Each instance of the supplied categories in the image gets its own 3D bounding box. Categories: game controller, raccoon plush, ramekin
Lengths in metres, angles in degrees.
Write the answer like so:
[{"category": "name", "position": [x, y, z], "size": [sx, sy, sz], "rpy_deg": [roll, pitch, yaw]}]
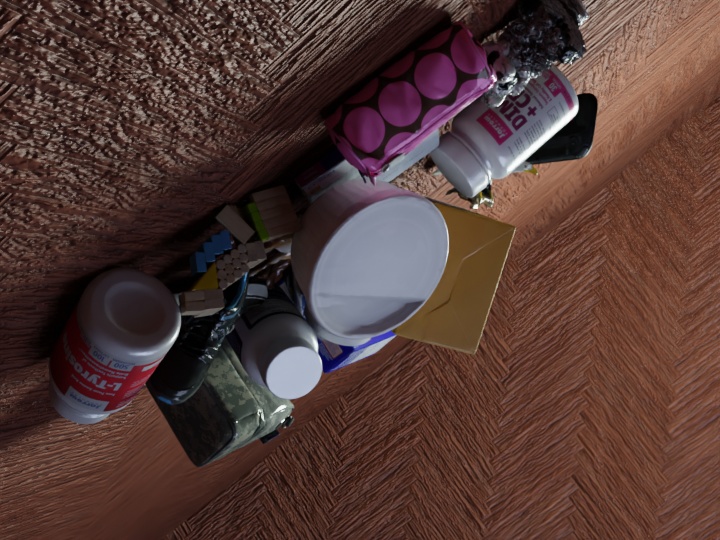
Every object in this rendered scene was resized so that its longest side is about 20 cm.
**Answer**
[{"category": "game controller", "position": [0.312, -0.227, 1.523], "size": [0.200, 0.042, 0.105], "rpy_deg": [5, -103, 65]}, {"category": "raccoon plush", "position": [0.221, -0.278, 1.216], "size": [0.134, 0.097, 0.200], "rpy_deg": [-35, 172, 34]}, {"category": "ramekin", "position": [0.004, -0.022, 1.174], "size": [0.201, 0.094, 0.203], "rpy_deg": [-18, 127, -25]}]

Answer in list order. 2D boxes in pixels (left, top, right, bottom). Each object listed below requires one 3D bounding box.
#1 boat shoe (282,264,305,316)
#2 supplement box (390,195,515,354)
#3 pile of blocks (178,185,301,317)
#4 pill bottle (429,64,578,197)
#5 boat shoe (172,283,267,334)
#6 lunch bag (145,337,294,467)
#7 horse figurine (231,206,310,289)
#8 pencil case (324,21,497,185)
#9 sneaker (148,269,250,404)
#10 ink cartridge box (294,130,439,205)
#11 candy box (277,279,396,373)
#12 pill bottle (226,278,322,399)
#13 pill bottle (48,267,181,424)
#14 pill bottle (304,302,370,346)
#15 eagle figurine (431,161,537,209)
[{"category": "boat shoe", "position": [-0.085, 0.003, 1.411], "size": [0.072, 0.072, 0.201], "rpy_deg": [-21, 139, -26]}, {"category": "supplement box", "position": [0.108, -0.005, 1.425], "size": [0.200, 0.132, 0.198], "rpy_deg": [-143, -111, -70]}, {"category": "pile of blocks", "position": [-0.156, -0.022, 1.106], "size": [0.200, 0.082, 0.062], "rpy_deg": [-48, -169, -30]}, {"category": "pill bottle", "position": [0.201, -0.203, 1.333], "size": [0.200, 0.113, 0.113], "rpy_deg": [-41, 169, -6]}, {"category": "boat shoe", "position": [-0.200, 0.058, 1.247], "size": [0.070, 0.064, 0.199], "rpy_deg": [-16, 175, 42]}, {"category": "lunch bag", "position": [-0.208, 0.179, 1.437], "size": [0.167, 0.200, 0.139], "rpy_deg": [-22, 162, -48]}, {"category": "horse figurine", "position": [-0.115, -0.033, 1.262], "size": [0.132, 0.050, 0.200], "rpy_deg": [-30, 166, -5]}, {"category": "pencil case", "position": [0.061, -0.188, 1.059], "size": [0.200, 0.094, 0.091], "rpy_deg": [-39, 151, 0]}, {"category": "sneaker", "position": [-0.195, 0.065, 1.137], "size": [0.082, 0.073, 0.201], "rpy_deg": [-46, -161, 60]}, {"category": "ink cartridge box", "position": [0.011, -0.148, 1.202], "size": [0.196, 0.043, 0.200], "rpy_deg": [-35, 167, -1]}, {"category": "candy box", "position": [-0.036, 0.069, 1.594], "size": [0.077, 0.170, 0.200], "rpy_deg": [-37, 170, 22]}, {"category": "pill bottle", "position": [-0.125, 0.099, 1.336], "size": [0.111, 0.111, 0.200], "rpy_deg": [-36, -148, -5]}, {"category": "pill bottle", "position": [-0.290, 0.094, 1.079], "size": [0.112, 0.112, 0.200], "rpy_deg": [-25, 163, -44]}, {"category": "pill bottle", "position": [0.000, 0.000, 1.331], "size": [0.111, 0.111, 0.201], "rpy_deg": [-21, 142, -52]}, {"category": "eagle figurine", "position": [0.218, -0.198, 1.492], "size": [0.152, 0.150, 0.201], "rpy_deg": [-137, -118, -65]}]
